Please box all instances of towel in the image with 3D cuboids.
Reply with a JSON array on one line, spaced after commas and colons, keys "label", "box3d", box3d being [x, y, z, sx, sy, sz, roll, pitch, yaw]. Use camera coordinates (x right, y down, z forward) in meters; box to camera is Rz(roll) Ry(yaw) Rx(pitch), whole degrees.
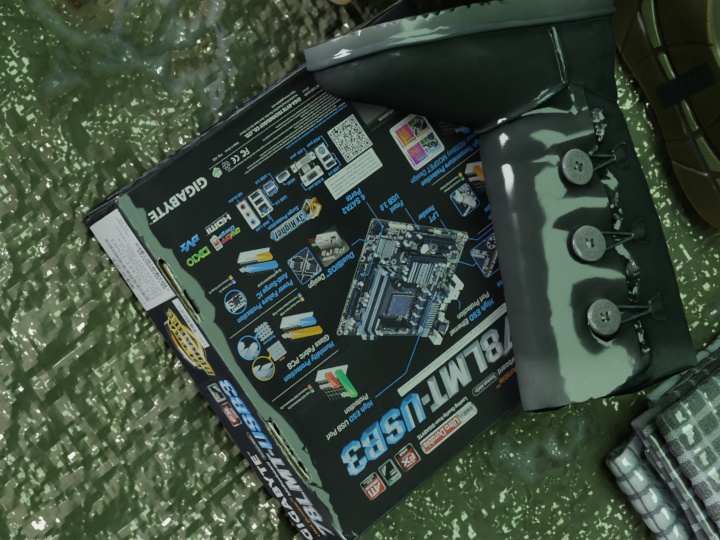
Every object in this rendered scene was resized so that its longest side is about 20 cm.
[{"label": "towel", "box3d": [0.245, 0.098, 1.283, 0.200, 0.085, 0.166, -36, 96, -27]}]

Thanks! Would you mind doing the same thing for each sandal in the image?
[{"label": "sandal", "box3d": [0.184, -0.119, 1.304, 0.054, 0.080, 0.201, -21, 91, -43]}]

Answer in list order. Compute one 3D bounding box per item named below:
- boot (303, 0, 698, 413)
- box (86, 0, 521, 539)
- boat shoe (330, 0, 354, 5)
[{"label": "boot", "box3d": [0.068, -0.028, 1.188, 0.164, 0.066, 0.201, -12, 94, -19]}, {"label": "box", "box3d": [0.000, 0.000, 1.202, 0.200, 0.050, 0.199, -38, 98, -27]}, {"label": "boat shoe", "box3d": [-0.012, -0.235, 1.229, 0.064, 0.072, 0.201, -13, 85, -29]}]
